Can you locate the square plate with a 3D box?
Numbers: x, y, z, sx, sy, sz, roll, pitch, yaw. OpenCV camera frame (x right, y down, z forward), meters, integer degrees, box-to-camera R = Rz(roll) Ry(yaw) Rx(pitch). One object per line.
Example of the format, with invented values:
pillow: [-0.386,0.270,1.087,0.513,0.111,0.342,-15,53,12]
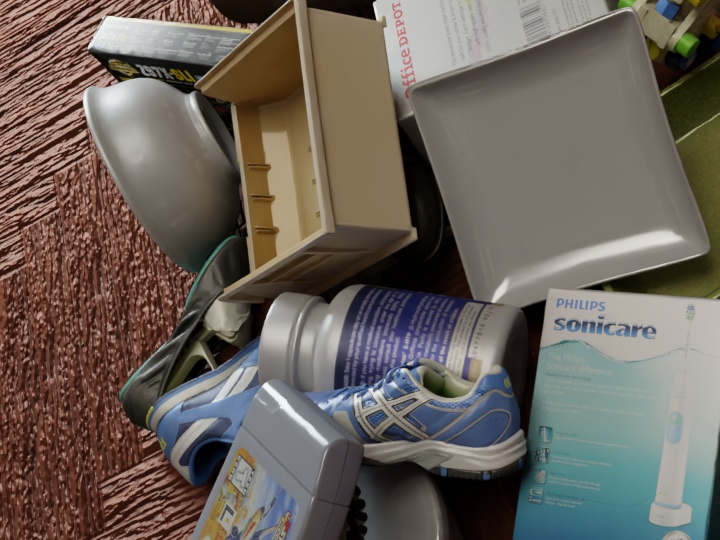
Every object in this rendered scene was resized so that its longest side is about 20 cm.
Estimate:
square plate: [0.156,-0.082,1.179,0.198,0.028,0.201,-17,92,24]

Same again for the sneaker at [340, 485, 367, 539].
sneaker: [-0.038,0.244,1.079,0.090,0.078,0.201,-32,47,37]

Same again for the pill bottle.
pill bottle: [0.026,0.074,1.192,0.199,0.120,0.120,8,66,17]

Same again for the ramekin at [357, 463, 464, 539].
ramekin: [-0.008,0.234,1.160,0.202,0.094,0.203,-15,55,22]

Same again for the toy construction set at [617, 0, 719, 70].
toy construction set: [0.291,-0.231,1.226,0.092,0.200,0.131,49,132,31]

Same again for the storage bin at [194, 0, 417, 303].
storage bin: [-0.054,-0.093,1.250,0.198,0.093,0.201,-29,65,52]

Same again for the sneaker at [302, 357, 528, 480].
sneaker: [0.028,0.102,1.097,0.199,0.076,0.077,2,104,22]

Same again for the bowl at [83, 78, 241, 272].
bowl: [-0.168,-0.106,1.395,0.090,0.201,0.201,-30,51,7]

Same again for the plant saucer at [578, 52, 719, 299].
plant saucer: [0.272,-0.055,1.198,0.200,0.048,0.200,-34,50,10]

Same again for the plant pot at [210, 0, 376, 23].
plant pot: [-0.063,-0.329,1.499,0.200,0.187,0.187,-21,52,37]

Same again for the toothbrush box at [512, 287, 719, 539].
toothbrush box: [0.203,0.120,1.078,0.146,0.085,0.201,3,81,32]

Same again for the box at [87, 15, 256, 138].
box: [-0.145,-0.178,1.448,0.200,0.160,0.049,12,66,36]

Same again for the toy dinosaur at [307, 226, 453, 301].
toy dinosaur: [0.000,0.000,1.322,0.199,0.058,0.101,-16,54,22]

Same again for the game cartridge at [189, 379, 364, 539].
game cartridge: [-0.070,0.191,1.054,0.133,0.041,0.201,34,102,60]

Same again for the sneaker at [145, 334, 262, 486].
sneaker: [-0.090,0.116,1.299,0.200,0.074,0.082,-34,58,11]

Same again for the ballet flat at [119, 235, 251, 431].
ballet flat: [-0.142,0.066,1.368,0.068,0.068,0.200,35,93,30]

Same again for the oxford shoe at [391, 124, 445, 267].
oxford shoe: [0.017,-0.098,1.291,0.072,0.084,0.201,-23,75,12]

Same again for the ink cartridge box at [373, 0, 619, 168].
ink cartridge box: [0.136,-0.183,1.294,0.199,0.145,0.148,-21,53,18]
